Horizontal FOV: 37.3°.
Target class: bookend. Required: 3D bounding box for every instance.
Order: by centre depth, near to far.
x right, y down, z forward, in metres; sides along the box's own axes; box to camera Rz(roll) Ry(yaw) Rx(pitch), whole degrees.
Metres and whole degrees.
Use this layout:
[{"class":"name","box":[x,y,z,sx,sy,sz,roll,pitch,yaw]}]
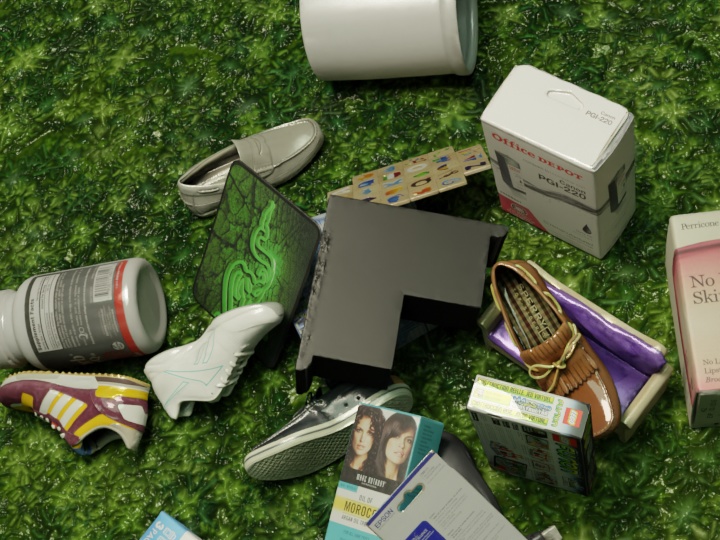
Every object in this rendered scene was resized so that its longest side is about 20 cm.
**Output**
[{"class":"bookend","box":[0.044,0.041,1.141,0.198,0.092,0.201,9,67,1]}]

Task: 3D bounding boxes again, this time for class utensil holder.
[{"class":"utensil holder","box":[0.039,-0.329,1.356,0.198,0.170,0.171,0,62,15]}]

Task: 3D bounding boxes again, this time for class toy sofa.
[{"class":"toy sofa","box":[0.225,0.084,1.131,0.199,0.098,0.083,35,75,26]}]

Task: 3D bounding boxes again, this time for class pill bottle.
[{"class":"pill bottle","box":[-0.343,0.056,1.278,0.198,0.116,0.117,-10,61,10]}]

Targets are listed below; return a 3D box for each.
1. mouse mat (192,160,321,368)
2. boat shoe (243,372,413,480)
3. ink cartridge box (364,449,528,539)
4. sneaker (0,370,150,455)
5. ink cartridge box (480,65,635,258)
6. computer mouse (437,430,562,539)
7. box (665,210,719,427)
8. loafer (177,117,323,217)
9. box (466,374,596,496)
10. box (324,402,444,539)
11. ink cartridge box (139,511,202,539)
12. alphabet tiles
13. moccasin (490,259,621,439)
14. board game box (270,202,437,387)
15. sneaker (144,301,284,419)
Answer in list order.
[{"class":"mouse mat","box":[-0.125,-0.007,1.238,0.161,0.201,0.007,38,33,29]},{"class":"boat shoe","box":[-0.039,0.166,1.170,0.199,0.075,0.062,-29,52,-5]},{"class":"ink cartridge box","box":[0.104,0.272,1.031,0.099,0.039,0.200,-45,97,-3]},{"class":"sneaker","box":[-0.342,0.168,1.243,0.198,0.075,0.091,-3,71,20]},{"class":"ink cartridge box","box":[0.223,-0.117,1.177,0.145,0.200,0.085,29,73,26]},{"class":"computer mouse","box":[0.103,0.243,1.102,0.138,0.053,0.201,-33,60,-3]},{"class":"box","box":[0.392,0.048,1.100,0.127,0.109,0.202,-6,62,11]},{"class":"loafer","box":[-0.139,-0.138,1.355,0.199,0.070,0.070,-32,60,-4]},{"class":"box","box":[0.171,0.165,1.041,0.109,0.200,0.035,13,68,19]},{"class":"box","box":[0.018,0.243,1.087,0.082,0.049,0.202,7,79,37]},{"class":"ink cartridge box","box":[-0.161,0.357,1.099,0.199,0.068,0.115,31,74,26]},{"class":"alphabet tiles","box":[0.054,-0.106,1.266,0.198,0.006,0.167,-17,20,5]},{"class":"moccasin","box":[0.193,0.076,1.068,0.073,0.078,0.203,-30,71,21]},{"class":"board game box","box":[0.000,0.000,1.252,0.199,0.062,0.201,-30,60,-2]},{"class":"sneaker","box":[-0.158,0.102,1.221,0.200,0.070,0.081,-34,71,25]}]
